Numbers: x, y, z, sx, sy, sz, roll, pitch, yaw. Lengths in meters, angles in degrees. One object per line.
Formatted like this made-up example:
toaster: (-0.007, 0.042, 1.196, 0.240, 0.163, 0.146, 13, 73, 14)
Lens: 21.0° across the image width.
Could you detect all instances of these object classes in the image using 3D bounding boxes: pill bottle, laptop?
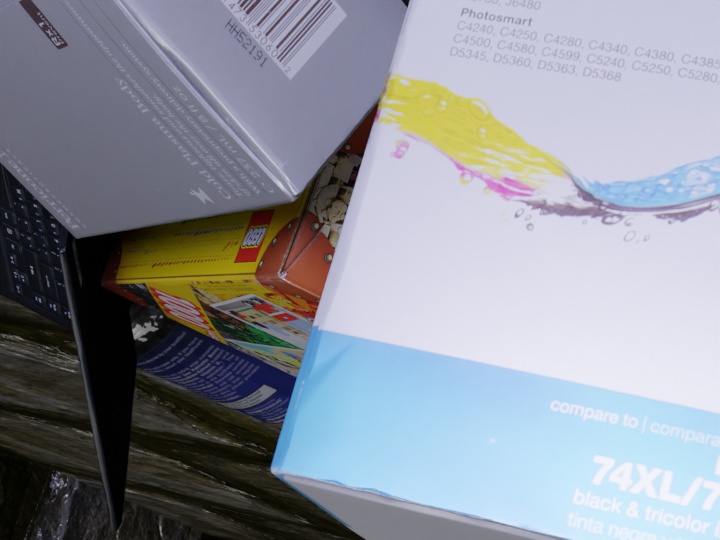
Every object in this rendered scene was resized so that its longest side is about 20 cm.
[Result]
pill bottle: (-0.089, 0.009, 1.082, 0.199, 0.113, 0.111, 26, 164, -35)
laptop: (-0.167, -0.006, 0.907, 0.199, 0.103, 0.178, 24, 138, 27)

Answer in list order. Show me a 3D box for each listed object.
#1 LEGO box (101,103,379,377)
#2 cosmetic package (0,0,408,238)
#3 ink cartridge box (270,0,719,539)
LEGO box: (0.000, 0.000, 0.806, 0.148, 0.078, 0.200, 26, 168, -23)
cosmetic package: (-0.076, -0.080, 0.699, 0.107, 0.090, 0.200, 47, 154, -17)
ink cartridge box: (0.084, -0.001, 0.613, 0.145, 0.201, 0.147, 11, 166, 20)
